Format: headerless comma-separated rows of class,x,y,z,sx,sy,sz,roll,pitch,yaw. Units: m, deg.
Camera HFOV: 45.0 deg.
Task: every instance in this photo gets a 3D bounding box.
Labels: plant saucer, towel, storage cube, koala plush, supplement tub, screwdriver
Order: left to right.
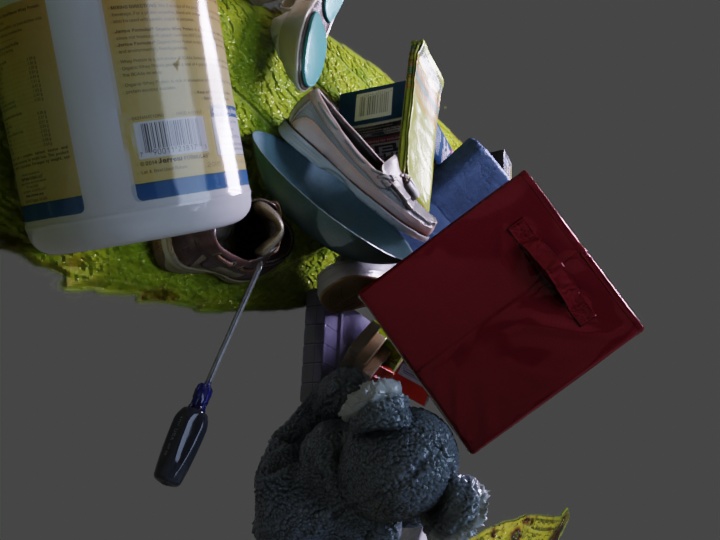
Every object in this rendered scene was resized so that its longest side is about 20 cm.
supplement tub,-0.154,-0.119,0.550,0.145,0.144,0.201,-24,107,-67
screwdriver,-0.118,0.078,0.701,0.028,0.029,0.201,30,58,-19
plant saucer,-0.036,-0.061,0.858,0.201,0.039,0.201,37,12,-10
koala plush,0.015,0.179,0.762,0.184,0.200,0.178,-36,93,-41
towel,0.074,-0.170,1.025,0.086,0.018,0.201,45,45,-50
towel,0.100,-0.069,1.111,0.112,0.200,0.049,48,0,-29
storage cube,0.122,0.041,0.804,0.171,0.179,0.200,54,0,5

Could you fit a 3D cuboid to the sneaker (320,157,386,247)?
sneaker,0.011,-0.084,1.005,0.201,0.097,0.071,-52,133,-58

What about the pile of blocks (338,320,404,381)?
pile of blocks,0.042,0.079,0.950,0.082,0.062,0.200,-58,170,23

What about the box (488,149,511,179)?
box,0.126,-0.062,1.194,0.049,0.159,0.201,52,37,-53

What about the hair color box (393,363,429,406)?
hair color box,0.108,0.094,1.184,0.102,0.061,0.200,-67,169,24

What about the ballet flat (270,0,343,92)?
ballet flat,-0.060,-0.266,0.928,0.070,0.069,0.201,60,38,-45

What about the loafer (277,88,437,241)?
loafer,0.008,-0.110,0.913,0.200,0.063,0.072,36,13,-10

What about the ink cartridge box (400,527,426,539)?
ink cartridge box,0.052,0.297,0.936,0.050,0.161,0.200,35,35,-1

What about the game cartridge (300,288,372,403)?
game cartridge,-0.009,0.112,0.989,0.200,0.038,0.130,40,44,-59

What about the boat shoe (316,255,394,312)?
boat shoe,0.000,0.000,0.937,0.070,0.071,0.200,65,19,12

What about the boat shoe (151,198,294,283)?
boat shoe,-0.097,-0.028,0.757,0.200,0.072,0.073,6,79,-67

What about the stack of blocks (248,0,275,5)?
stack of blocks,-0.096,-0.313,0.784,0.200,0.115,0.059,9,75,-66

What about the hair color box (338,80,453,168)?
hair color box,0.055,-0.156,1.125,0.200,0.100,0.061,47,43,-54
